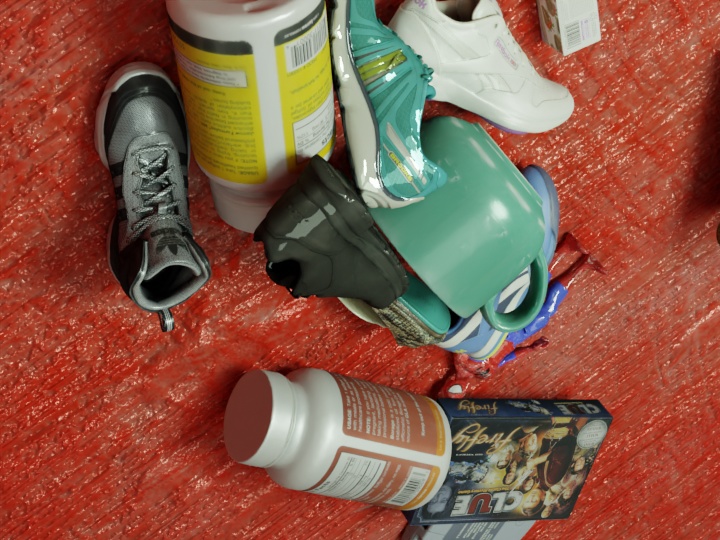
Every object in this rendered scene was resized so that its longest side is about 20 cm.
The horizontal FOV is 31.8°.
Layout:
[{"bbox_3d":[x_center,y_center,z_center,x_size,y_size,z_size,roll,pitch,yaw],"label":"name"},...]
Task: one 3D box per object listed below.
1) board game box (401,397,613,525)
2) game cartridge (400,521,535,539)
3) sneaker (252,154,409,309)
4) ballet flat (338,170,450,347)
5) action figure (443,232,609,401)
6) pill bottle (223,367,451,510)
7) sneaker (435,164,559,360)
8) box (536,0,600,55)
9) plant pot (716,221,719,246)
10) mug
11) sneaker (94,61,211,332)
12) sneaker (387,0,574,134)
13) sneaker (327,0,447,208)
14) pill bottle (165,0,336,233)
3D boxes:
[{"bbox_3d":[0.149,0.195,1.290,0.199,0.035,0.136,3,119,-28],"label":"board game box"},{"bbox_3d":[0.144,0.238,1.361,0.133,0.042,0.201,20,110,-39],"label":"game cartridge"},{"bbox_3d":[-0.026,-0.013,0.982,0.091,0.076,0.200,-40,149,-1],"label":"sneaker"},{"bbox_3d":[0.000,0.000,1.110,0.075,0.068,0.200,-20,124,33],"label":"ballet flat"},{"bbox_3d":[0.154,0.055,1.239,0.200,0.052,0.065,-45,133,9],"label":"action figure"},{"bbox_3d":[-0.022,0.153,1.173,0.199,0.112,0.113,18,112,-34],"label":"pill bottle"},{"bbox_3d":[0.116,-0.006,1.163,0.082,0.074,0.201,10,114,-29],"label":"sneaker"},{"bbox_3d":[0.161,-0.273,1.030,0.041,0.039,0.201,-25,129,-11],"label":"box"},{"bbox_3d":[0.428,-0.126,1.185,0.199,0.200,0.191,-19,114,-14],"label":"plant pot"},{"bbox_3d":[0.090,-0.048,1.072,0.114,0.152,0.185,-41,144,8],"label":"mug"},{"bbox_3d":[-0.154,-0.051,0.971,0.075,0.114,0.201,-9,124,-21],"label":"sneaker"},{"bbox_3d":[0.109,-0.175,1.045,0.199,0.075,0.100,14,115,-33],"label":"sneaker"},{"bbox_3d":[0.017,-0.149,0.977,0.079,0.078,0.201,-12,93,-1],"label":"sneaker"},{"bbox_3d":[-0.077,-0.132,0.951,0.114,0.115,0.201,-18,135,-15],"label":"pill bottle"}]
